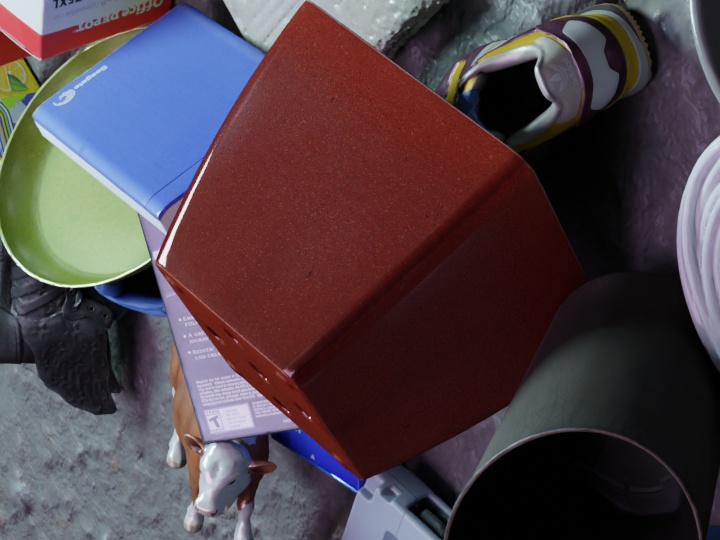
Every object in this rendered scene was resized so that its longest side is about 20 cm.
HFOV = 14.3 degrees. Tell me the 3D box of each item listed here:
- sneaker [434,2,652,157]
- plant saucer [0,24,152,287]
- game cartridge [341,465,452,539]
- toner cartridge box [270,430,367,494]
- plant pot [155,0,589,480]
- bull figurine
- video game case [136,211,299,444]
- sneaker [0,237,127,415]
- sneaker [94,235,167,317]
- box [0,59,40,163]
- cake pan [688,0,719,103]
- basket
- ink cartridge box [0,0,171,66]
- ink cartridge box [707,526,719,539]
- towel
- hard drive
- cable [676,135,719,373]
[{"bbox_3d":[0.079,-0.099,1.674,0.200,0.090,0.075,-30,84,54],"label":"sneaker"},{"bbox_3d":[-0.161,-0.073,1.963,0.200,0.201,0.031,30,173,41],"label":"plant saucer"},{"bbox_3d":[0.064,0.234,1.912,0.200,0.041,0.134,42,142,23],"label":"game cartridge"},{"bbox_3d":[-0.015,0.040,1.915,0.095,0.043,0.201,31,131,41],"label":"toner cartridge box"},{"bbox_3d":[0.000,0.000,1.691,0.200,0.176,0.200,39,170,34],"label":"plant pot"},{"bbox_3d":[-0.099,0.118,1.999,0.201,0.065,0.122,-99,16,-50],"label":"bull figurine"},{"bbox_3d":[-0.065,0.007,1.857,0.142,0.019,0.201,-10,101,25],"label":"video game case"},{"bbox_3d":[-0.220,0.013,2.136,0.060,0.103,0.201,-96,14,-61],"label":"sneaker"},{"bbox_3d":[-0.164,-0.027,2.012,0.199,0.105,0.076,32,106,31],"label":"sneaker"},{"bbox_3d":[-0.301,-0.154,2.162,0.201,0.070,0.064,58,141,13],"label":"box"},{"bbox_3d":[0.253,-0.144,1.416,0.199,0.037,0.202,1,91,42],"label":"cake pan"},{"bbox_3d":[0.137,0.101,1.590,0.135,0.200,0.181,23,126,3],"label":"basket"},{"bbox_3d":[-0.186,-0.221,1.933,0.067,0.116,0.201,38,136,34],"label":"ink cartridge box"},{"bbox_3d":[0.121,0.252,1.717,0.146,0.199,0.148,2,109,52],"label":"ink cartridge box"},{"bbox_3d":[-0.020,-0.184,1.808,0.133,0.034,0.200,61,145,6],"label":"towel"},{"bbox_3d":[-0.117,-0.100,1.843,0.200,0.132,0.025,36,160,54],"label":"hard drive"},{"bbox_3d":[0.256,0.006,1.520,0.201,0.069,0.200,56,143,16],"label":"cable"}]
